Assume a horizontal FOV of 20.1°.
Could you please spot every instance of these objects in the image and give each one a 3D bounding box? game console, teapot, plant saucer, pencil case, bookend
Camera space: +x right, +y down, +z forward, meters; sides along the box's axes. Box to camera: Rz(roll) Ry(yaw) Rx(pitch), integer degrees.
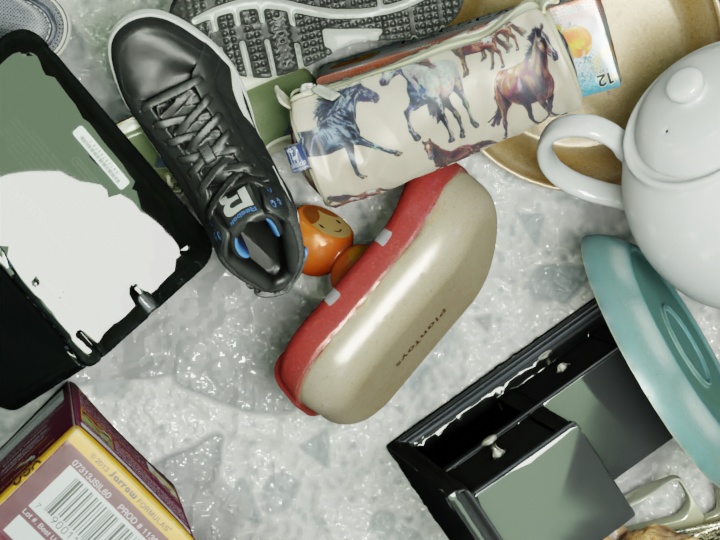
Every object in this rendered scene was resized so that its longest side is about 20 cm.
[{"bbox_3d":[-0.231,-0.031,1.358,0.176,0.116,0.200,-43,101,-12],"label":"game console"},{"bbox_3d":[0.240,-0.080,1.324,0.200,0.197,0.146,-44,126,7],"label":"teapot"},{"bbox_3d":[0.155,-0.156,1.429,0.200,0.035,0.200,1,104,3],"label":"plant saucer"},{"bbox_3d":[0.215,0.057,1.394,0.027,0.200,0.200,-31,100,17],"label":"plant saucer"},{"bbox_3d":[0.047,-0.112,1.321,0.200,0.078,0.089,-22,127,10],"label":"pencil case"},{"bbox_3d":[0.139,0.116,1.384,0.199,0.200,0.092,-35,100,-5],"label":"bookend"}]

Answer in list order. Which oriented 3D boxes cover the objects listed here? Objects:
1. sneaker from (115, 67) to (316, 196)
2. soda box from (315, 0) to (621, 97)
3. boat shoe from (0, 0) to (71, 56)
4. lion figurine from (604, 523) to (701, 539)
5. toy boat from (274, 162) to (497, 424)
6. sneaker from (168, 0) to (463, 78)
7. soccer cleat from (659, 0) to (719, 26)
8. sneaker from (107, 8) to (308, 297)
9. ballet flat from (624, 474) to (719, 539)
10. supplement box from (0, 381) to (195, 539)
[{"bbox_3d":[-0.111,-0.077,1.387,0.200,0.067,0.090,-26,93,-10],"label":"sneaker"},{"bbox_3d":[0.074,-0.134,1.387,0.200,0.064,0.068,-16,103,9],"label":"soda box"},{"bbox_3d":[-0.289,-0.169,1.335,0.200,0.093,0.075,5,94,-11],"label":"boat shoe"},{"bbox_3d":[0.156,0.232,1.421,0.200,0.072,0.123,-32,103,16],"label":"lion figurine"},{"bbox_3d":[0.000,0.000,1.403,0.131,0.131,0.200,39,87,18],"label":"toy boat"},{"bbox_3d":[-0.033,-0.180,1.374,0.200,0.080,0.074,-9,114,-13],"label":"sneaker"},{"bbox_3d":[0.231,-0.226,1.443,0.081,0.068,0.200,-40,101,8],"label":"soccer cleat"},{"bbox_3d":[-0.089,-0.073,1.302,0.073,0.112,0.200,-32,115,2],"label":"sneaker"},{"bbox_3d":[0.245,0.184,1.480,0.200,0.068,0.075,-11,88,-6],"label":"ballet flat"},{"bbox_3d":[-0.180,0.152,1.326,0.086,0.200,0.110,-44,100,-3],"label":"supplement box"}]
